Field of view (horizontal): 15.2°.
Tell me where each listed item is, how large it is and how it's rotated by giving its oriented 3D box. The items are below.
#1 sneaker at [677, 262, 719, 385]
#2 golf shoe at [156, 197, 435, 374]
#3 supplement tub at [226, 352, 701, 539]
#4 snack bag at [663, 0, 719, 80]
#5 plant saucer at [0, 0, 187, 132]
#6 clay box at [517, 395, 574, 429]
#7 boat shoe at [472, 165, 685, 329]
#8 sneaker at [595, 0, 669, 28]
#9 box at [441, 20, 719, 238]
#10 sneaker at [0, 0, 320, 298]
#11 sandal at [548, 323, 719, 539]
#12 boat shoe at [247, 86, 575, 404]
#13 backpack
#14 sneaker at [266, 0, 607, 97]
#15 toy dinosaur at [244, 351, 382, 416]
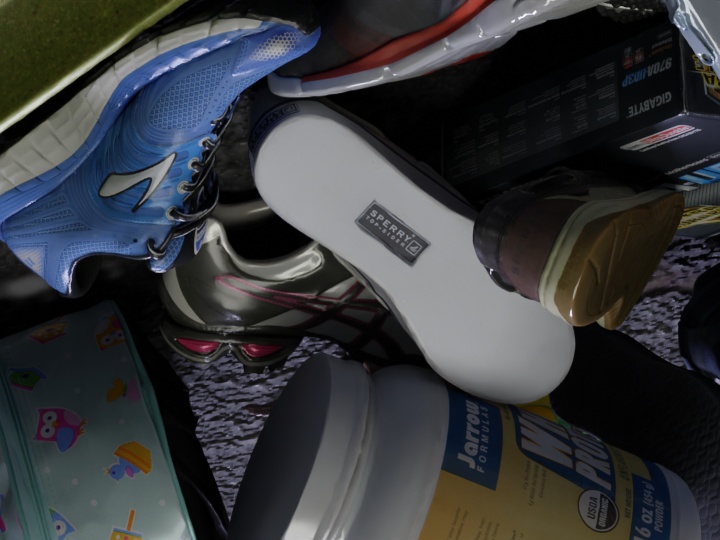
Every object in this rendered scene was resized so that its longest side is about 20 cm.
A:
[{"bbox_3d":[0.266,0.033,1.426,0.201,0.078,0.146,-1,-174,-16],"label":"sneaker"},{"bbox_3d":[0.000,0.000,1.326,0.199,0.077,0.088,-5,138,-17],"label":"golf shoe"},{"bbox_3d":[0.048,0.132,1.308,0.199,0.145,0.145,22,135,-15],"label":"supplement tub"},{"bbox_3d":[0.240,-0.104,1.167,0.200,0.021,0.189,-41,113,-14],"label":"snack bag"},{"bbox_3d":[-0.157,-0.149,1.069,0.199,0.048,0.199,-32,143,23],"label":"plant saucer"},{"bbox_3d":[0.050,0.128,1.551,0.199,0.048,0.115,-12,147,-4],"label":"clay box"},{"bbox_3d":[0.098,-0.017,1.212,0.074,0.065,0.200,-63,167,4],"label":"boat shoe"},{"bbox_3d":[0.191,-0.140,1.192,0.199,0.081,0.074,8,172,-36],"label":"sneaker"},{"bbox_3d":[0.154,-0.062,1.253,0.158,0.046,0.200,6,166,-30],"label":"box"},{"bbox_3d":[-0.082,-0.055,1.181,0.200,0.089,0.079,-36,-176,35],"label":"sneaker"},{"bbox_3d":[0.162,0.080,1.411,0.043,0.200,0.076,16,107,-26],"label":"sandal"},{"bbox_3d":[0.021,-0.015,1.267,0.200,0.066,0.072,36,105,-23],"label":"boat shoe"},{"bbox_3d":[-0.142,0.121,1.350,0.152,0.177,0.201,-11,144,-13],"label":"backpack"},{"bbox_3d":[0.032,-0.131,1.166,0.199,0.082,0.077,-19,179,41],"label":"sneaker"},{"bbox_3d":[0.044,0.096,1.423,0.199,0.136,0.086,11,138,-33],"label":"toy dinosaur"}]
